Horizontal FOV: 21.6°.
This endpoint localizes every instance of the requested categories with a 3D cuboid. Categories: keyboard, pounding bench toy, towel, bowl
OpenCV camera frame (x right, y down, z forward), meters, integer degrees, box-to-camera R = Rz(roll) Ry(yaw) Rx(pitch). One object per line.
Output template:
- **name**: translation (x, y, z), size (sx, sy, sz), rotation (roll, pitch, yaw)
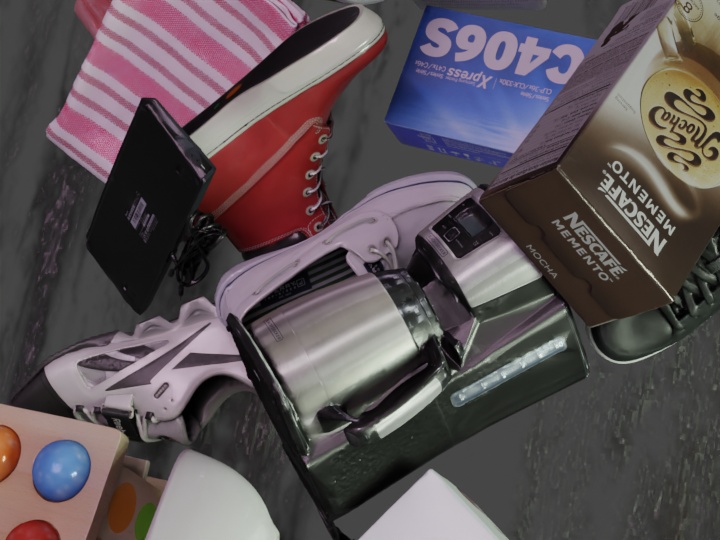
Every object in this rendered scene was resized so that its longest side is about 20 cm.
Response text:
- **keyboard**: translation (-0.134, -0.036, 1.316), size (0.040, 0.200, 0.104), rotation (-29, 76, -31)
- **pounding bench toy**: translation (-0.236, 0.167, 1.271), size (0.199, 0.156, 0.125), rotation (9, 70, 26)
- **towel**: translation (-0.135, -0.137, 1.361), size (0.146, 0.030, 0.200), rotation (36, 111, 14)
- **bowl**: translation (-0.103, 0.238, 1.171), size (0.074, 0.200, 0.200), rotation (12, 41, 6)

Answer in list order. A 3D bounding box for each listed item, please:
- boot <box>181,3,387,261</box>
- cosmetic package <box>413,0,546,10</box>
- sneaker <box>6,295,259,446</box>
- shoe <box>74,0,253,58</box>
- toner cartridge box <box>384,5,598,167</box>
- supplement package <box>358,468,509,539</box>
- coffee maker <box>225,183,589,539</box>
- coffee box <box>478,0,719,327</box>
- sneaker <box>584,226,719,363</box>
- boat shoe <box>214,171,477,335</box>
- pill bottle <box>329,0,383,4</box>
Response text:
- **boot**: translation (-0.029, -0.080, 1.300), size (0.200, 0.072, 0.144), rotation (-36, 106, 27)
- **cosmetic package**: translation (0.091, -0.292, 1.369), size (0.101, 0.074, 0.201), rotation (3, 75, 20)
- **sneaker**: translation (-0.155, 0.089, 1.322), size (0.199, 0.074, 0.089), rotation (-23, 64, 11)
- **shoe**: translation (-0.123, -0.173, 1.409), size (0.200, 0.071, 0.091), rotation (39, 122, 7)
- **toner cartridge box**: translation (0.125, -0.117, 1.312), size (0.199, 0.043, 0.095), rotation (15, 78, 23)
- **supplement package**: translation (0.067, 0.254, 1.168), size (0.156, 0.111, 0.200), rotation (-44, 65, 1)
- **coffee maker**: translation (0.036, 0.062, 1.229), size (0.199, 0.192, 0.135), rotation (-27, 60, -7)
- **coffee box**: translation (0.177, -0.076, 1.172), size (0.080, 0.113, 0.200), rotation (-22, 26, 53)
- **sneaker**: translation (0.228, -0.014, 1.194), size (0.200, 0.112, 0.073), rotation (-40, 93, 2)
- **boat shoe**: translation (0.000, 0.000, 1.278), size (0.199, 0.074, 0.067), rotation (-28, 25, -5)
- **pill bottle**: translation (-0.038, -0.250, 1.341), size (0.109, 0.109, 0.200), rotation (-56, 30, -5)
